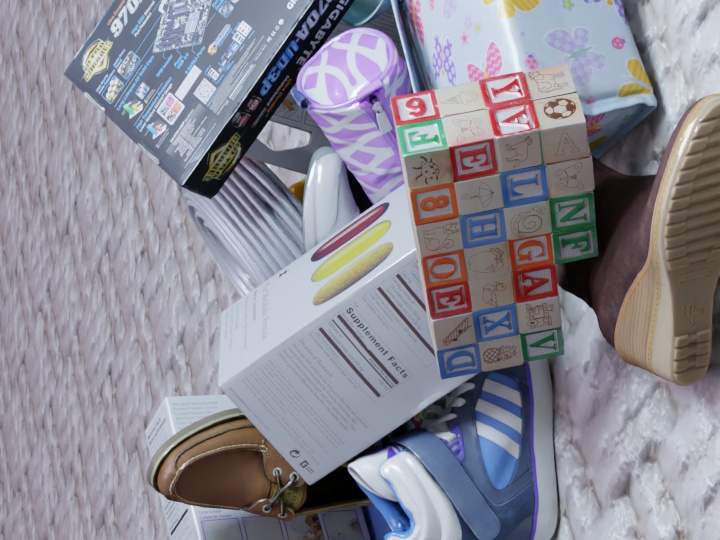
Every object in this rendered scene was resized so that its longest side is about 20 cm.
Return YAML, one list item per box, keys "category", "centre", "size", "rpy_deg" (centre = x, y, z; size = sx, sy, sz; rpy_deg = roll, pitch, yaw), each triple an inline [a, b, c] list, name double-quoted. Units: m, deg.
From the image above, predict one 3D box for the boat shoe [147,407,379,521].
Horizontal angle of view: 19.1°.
- category: "boat shoe"
  centre: [-0.061, 0.148, 1.593]
  size: [0.068, 0.199, 0.072]
  rpy_deg: [45, 127, 39]

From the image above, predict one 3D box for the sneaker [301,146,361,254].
- category: "sneaker"
  centre: [0.000, 0.000, 1.629]
  size: [0.070, 0.080, 0.201]
  rpy_deg: [-72, -26, -70]

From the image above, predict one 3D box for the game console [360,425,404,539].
- category: "game console"
  centre: [0.000, 0.192, 1.709]
  size: [0.177, 0.031, 0.201]
  rpy_deg: [130, 133, -59]

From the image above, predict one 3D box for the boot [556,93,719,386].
- category: "boot"
  centre: [0.177, -0.041, 1.361]
  size: [0.166, 0.072, 0.201]
  rpy_deg: [-132, 42, -54]

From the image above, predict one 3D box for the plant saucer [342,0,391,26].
- category: "plant saucer"
  centre: [0.015, -0.280, 1.579]
  size: [0.200, 0.027, 0.201]
  rpy_deg: [-176, 90, -70]

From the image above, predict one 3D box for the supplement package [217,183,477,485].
- category: "supplement package"
  centre: [0.009, 0.038, 1.535]
  size: [0.200, 0.110, 0.114]
  rpy_deg: [-35, 24, 14]

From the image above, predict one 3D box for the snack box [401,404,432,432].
- category: "snack box"
  centre: [0.049, 0.154, 1.696]
  size: [0.200, 0.053, 0.143]
  rpy_deg: [157, 108, -66]

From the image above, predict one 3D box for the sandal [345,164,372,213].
- category: "sandal"
  centre: [0.039, -0.112, 1.651]
  size: [0.200, 0.076, 0.043]
  rpy_deg: [-51, 38, 22]

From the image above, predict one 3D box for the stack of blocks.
- category: "stack of blocks"
  centre: [0.091, -0.028, 1.375]
  size: [0.059, 0.115, 0.200]
  rpy_deg: [-101, 0, -47]

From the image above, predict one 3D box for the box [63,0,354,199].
- category: "box"
  centre: [-0.113, -0.179, 1.603]
  size: [0.159, 0.046, 0.200]
  rpy_deg: [42, 101, 31]

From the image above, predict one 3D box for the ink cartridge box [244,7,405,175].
- category: "ink cartridge box"
  centre: [-0.061, -0.169, 1.708]
  size: [0.045, 0.199, 0.177]
  rpy_deg: [1, 77, 65]

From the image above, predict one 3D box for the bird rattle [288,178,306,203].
- category: "bird rattle"
  centre: [-0.068, 0.006, 1.900]
  size: [0.163, 0.112, 0.201]
  rpy_deg: [-40, 56, 58]

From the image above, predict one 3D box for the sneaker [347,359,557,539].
- category: "sneaker"
  centre: [0.060, 0.112, 1.549]
  size: [0.081, 0.146, 0.201]
  rpy_deg: [148, 118, -63]

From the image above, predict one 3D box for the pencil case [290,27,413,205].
- category: "pencil case"
  centre: [0.029, -0.091, 1.578]
  size: [0.085, 0.084, 0.200]
  rpy_deg: [37, 169, 46]

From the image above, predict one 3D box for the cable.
- category: "cable"
  centre: [-0.077, -0.016, 1.754]
  size: [0.200, 0.069, 0.200]
  rpy_deg: [50, 170, 28]

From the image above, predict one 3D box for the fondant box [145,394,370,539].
- category: "fondant box"
  centre: [-0.075, 0.194, 1.675]
  size: [0.058, 0.144, 0.201]
  rpy_deg: [-55, 43, 49]

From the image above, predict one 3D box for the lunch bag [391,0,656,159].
- category: "lunch bag"
  centre: [0.096, -0.141, 1.478]
  size: [0.200, 0.127, 0.170]
  rpy_deg: [134, 124, -63]
